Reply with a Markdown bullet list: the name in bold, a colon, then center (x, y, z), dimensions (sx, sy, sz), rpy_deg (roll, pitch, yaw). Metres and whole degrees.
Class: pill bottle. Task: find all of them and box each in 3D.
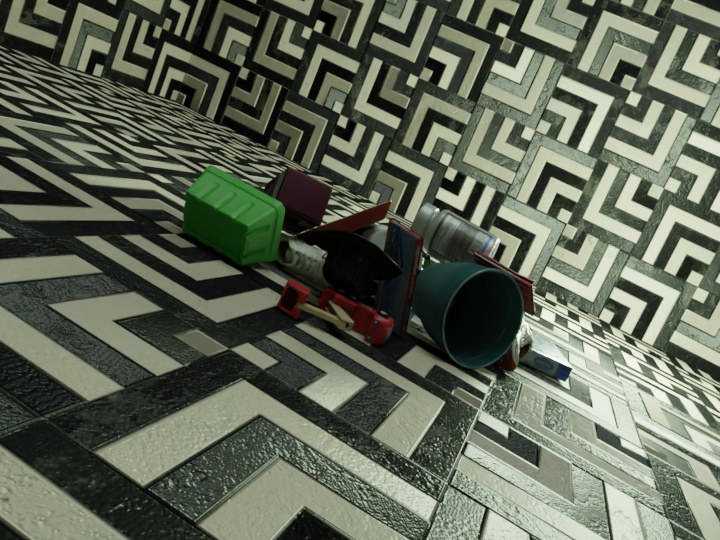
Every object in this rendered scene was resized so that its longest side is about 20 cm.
- **pill bottle**: center (0.220, -0.072, 1.597), dimensions (0.197, 0.116, 0.113), rpy_deg (31, 12, 16)
- **pill bottle**: center (0.033, -0.050, 1.571), dimensions (0.111, 0.116, 0.200), rpy_deg (21, -2, -16)

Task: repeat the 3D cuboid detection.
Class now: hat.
- **hat**: center (-0.016, 0.001, 1.260), dimensions (0.196, 0.083, 0.201), rpy_deg (20, -17, 6)

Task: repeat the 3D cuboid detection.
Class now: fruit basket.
- **fruit basket**: center (-0.234, -0.110, 1.359), dimensions (0.209, 0.159, 0.218), rpy_deg (11, 34, -8)

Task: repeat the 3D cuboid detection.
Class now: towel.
- **towel**: center (0.309, 0.027, 1.429), dimensions (0.143, 0.023, 0.200), rpy_deg (32, -10, 24)

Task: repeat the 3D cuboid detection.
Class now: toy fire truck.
- **toy fire truck**: center (-0.038, 0.076, 1.188), dimensions (0.196, 0.050, 0.141), rpy_deg (28, 12, 5)

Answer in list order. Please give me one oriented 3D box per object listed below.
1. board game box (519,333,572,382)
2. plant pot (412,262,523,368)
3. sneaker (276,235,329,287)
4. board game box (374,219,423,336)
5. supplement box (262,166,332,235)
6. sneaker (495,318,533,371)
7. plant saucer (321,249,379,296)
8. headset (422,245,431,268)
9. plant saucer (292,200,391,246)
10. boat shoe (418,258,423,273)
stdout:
- **board game box**: center (0.408, 0.188, 1.678), dimensions (0.195, 0.044, 0.200), rpy_deg (25, 11, -2)
- **plant pot**: center (0.203, 0.071, 1.395), dimensions (0.196, 0.205, 0.187), rpy_deg (18, 7, -30)
- **sneaker**: center (-0.112, -0.016, 1.404), dimensions (0.197, 0.079, 0.080), rpy_deg (24, 12, 38)
- **board game box**: center (0.073, 0.015, 1.326), dimensions (0.019, 0.205, 0.103), rpy_deg (-5, 26, -32)
- **supplement box**: center (-0.151, -0.148, 1.480), dimensions (0.108, 0.088, 0.199), rpy_deg (24, -12, -19)
- **sneaker**: center (0.352, 0.160, 1.507), dimensions (0.081, 0.079, 0.201), rpy_deg (31, 32, 1)
- **plant saucer**: center (0.000, 0.000, 1.474), dimensions (0.198, 0.032, 0.201), rpy_deg (36, -11, 7)
- **headset**: center (0.119, -0.025, 1.691), dimensions (0.094, 0.122, 0.202), rpy_deg (49, -11, 47)
- **plant saucer**: center (-0.049, -0.096, 1.513), dimensions (0.197, 0.038, 0.198), rpy_deg (-22, 5, -31)
- **boat shoe**: center (0.116, 0.019, 1.618), dimensions (0.070, 0.201, 0.070), rpy_deg (-2, 63, -14)
